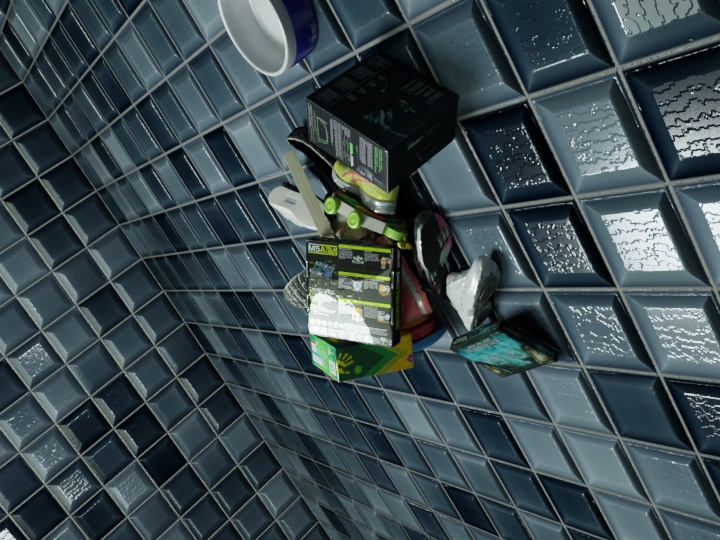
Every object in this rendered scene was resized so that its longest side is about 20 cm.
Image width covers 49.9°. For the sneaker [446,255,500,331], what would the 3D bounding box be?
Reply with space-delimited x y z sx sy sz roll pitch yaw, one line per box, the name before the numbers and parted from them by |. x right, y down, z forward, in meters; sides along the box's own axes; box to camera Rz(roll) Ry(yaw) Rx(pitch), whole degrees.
sneaker | 0.200 0.031 1.458 0.099 0.077 0.202 43 152 24

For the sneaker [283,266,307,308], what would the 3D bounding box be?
sneaker | -0.074 0.005 1.617 0.079 0.198 0.090 57 175 -16

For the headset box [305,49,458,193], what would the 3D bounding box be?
headset box | 0.040 -0.243 1.254 0.199 0.174 0.094 35 150 27

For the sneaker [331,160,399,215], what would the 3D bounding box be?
sneaker | 0.017 -0.184 1.499 0.200 0.077 0.092 40 120 43

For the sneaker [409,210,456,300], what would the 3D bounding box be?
sneaker | 0.125 -0.031 1.498 0.086 0.080 0.202 32 146 42

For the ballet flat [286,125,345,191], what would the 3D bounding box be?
ballet flat | -0.076 -0.216 1.611 0.200 0.057 0.067 48 155 8

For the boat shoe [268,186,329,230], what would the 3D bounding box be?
boat shoe | -0.137 -0.134 1.814 0.198 0.073 0.069 21 163 37

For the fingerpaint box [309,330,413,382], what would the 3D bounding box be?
fingerpaint box | -0.002 0.163 1.619 0.200 0.164 0.075 -166 69 -71

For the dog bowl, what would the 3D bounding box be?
dog bowl | -0.172 -0.467 1.420 0.199 0.078 0.202 39 152 26

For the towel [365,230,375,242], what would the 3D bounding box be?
towel | 0.000 0.000 1.655 0.147 0.029 0.203 123 141 -51

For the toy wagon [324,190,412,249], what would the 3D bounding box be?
toy wagon | 0.030 -0.100 1.496 0.199 0.154 0.040 33 109 38

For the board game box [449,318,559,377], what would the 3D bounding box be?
board game box | 0.272 0.153 1.485 0.134 0.029 0.200 28 157 -10

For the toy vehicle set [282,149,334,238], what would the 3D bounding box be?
toy vehicle set | -0.103 -0.143 1.639 0.124 0.026 0.203 70 175 -76

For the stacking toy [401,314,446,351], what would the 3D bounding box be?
stacking toy | 0.092 0.069 1.674 0.109 0.115 0.203 -3 110 65

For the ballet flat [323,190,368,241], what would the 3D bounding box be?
ballet flat | -0.039 -0.119 1.618 0.200 0.069 0.066 -135 29 -59

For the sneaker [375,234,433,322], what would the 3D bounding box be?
sneaker | 0.065 0.015 1.535 0.202 0.086 0.074 61 -175 28

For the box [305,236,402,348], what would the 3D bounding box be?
box | -0.015 0.040 1.509 0.197 0.047 0.197 6 101 28
